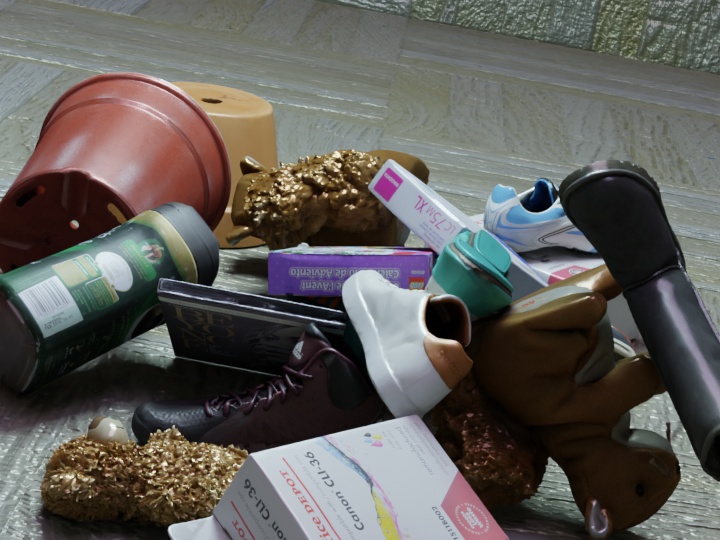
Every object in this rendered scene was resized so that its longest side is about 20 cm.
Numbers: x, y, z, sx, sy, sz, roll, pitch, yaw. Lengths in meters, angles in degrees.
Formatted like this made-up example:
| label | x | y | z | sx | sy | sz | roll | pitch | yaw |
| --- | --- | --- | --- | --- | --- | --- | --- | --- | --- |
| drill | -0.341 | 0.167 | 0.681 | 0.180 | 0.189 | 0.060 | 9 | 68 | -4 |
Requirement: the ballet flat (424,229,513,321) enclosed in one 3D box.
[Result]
| label | x | y | z | sx | sy | sz | roll | pitch | yaw |
| --- | --- | --- | --- | --- | --- | --- | --- | --- | --- |
| ballet flat | 0.083 | 0.013 | 1.280 | 0.067 | 0.070 | 0.200 | 41 | 9 | 1 |

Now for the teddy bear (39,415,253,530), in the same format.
| label | x | y | z | sx | sy | sz | roll | pitch | yaw |
| --- | --- | --- | --- | --- | --- | --- | --- | --- | --- |
| teddy bear | -0.122 | 0.145 | 1.143 | 0.199 | 0.067 | 0.145 | 13 | 16 | 8 |

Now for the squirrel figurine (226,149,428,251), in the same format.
| label | x | y | z | sx | sy | sz | roll | pitch | yaw |
| --- | --- | --- | --- | --- | --- | --- | --- | --- | --- |
| squirrel figurine | -0.049 | -0.070 | 1.629 | 0.186 | 0.142 | 0.200 | 9 | -9 | 17 |

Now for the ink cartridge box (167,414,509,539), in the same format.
| label | x | y | z | sx | sy | sz | roll | pitch | yaw |
| --- | --- | --- | --- | --- | --- | --- | --- | --- | --- |
| ink cartridge box | -0.013 | 0.172 | 1.058 | 0.199 | 0.068 | 0.117 | -9 | 52 | -44 |

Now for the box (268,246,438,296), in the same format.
| label | x | y | z | sx | sy | sz | roll | pitch | yaw |
| --- | --- | --- | --- | --- | --- | --- | --- | --- | --- |
| box | 0.000 | 0.000 | 1.433 | 0.136 | 0.039 | 0.200 | 0 | 2 | 6 |

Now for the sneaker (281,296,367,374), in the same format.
| label | x | y | z | sx | sy | sz | roll | pitch | yaw |
| --- | --- | --- | --- | --- | --- | --- | --- | --- | --- |
| sneaker | -0.029 | 0.055 | 1.445 | 0.079 | 0.072 | 0.200 | -4 | 5 | -14 |

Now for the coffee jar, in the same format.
| label | x | y | z | sx | sy | sz | roll | pitch | yaw |
| --- | --- | --- | --- | --- | --- | --- | --- | --- | --- |
| coffee jar | -0.212 | 0.018 | 1.330 | 0.200 | 0.104 | 0.085 | -27 | 74 | -37 |

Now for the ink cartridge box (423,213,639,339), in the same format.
| label | x | y | z | sx | sy | sz | roll | pitch | yaw |
| --- | --- | --- | --- | --- | --- | --- | --- | --- | --- |
| ink cartridge box | 0.177 | 0.012 | 1.670 | 0.199 | 0.083 | 0.146 | 23 | 22 | 32 |

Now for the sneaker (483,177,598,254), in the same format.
| label | x | y | z | sx | sy | sz | roll | pitch | yaw |
| --- | --- | --- | --- | --- | --- | --- | --- | --- | --- |
| sneaker | 0.208 | -0.057 | 1.644 | 0.199 | 0.073 | 0.072 | -3 | 22 | -39 |

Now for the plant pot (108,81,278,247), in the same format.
| label | x | y | z | sx | sy | sz | roll | pitch | yaw |
| --- | --- | --- | --- | --- | --- | --- | --- | --- | --- |
| plant pot | -0.175 | -0.124 | 1.793 | 0.199 | 0.141 | 0.200 | 8 | 19 | -3 |

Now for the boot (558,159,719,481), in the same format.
| label | x | y | z | sx | sy | sz | roll | pitch | yaw |
| --- | --- | --- | --- | --- | --- | --- | --- | --- | --- |
| boot | 0.217 | 0.037 | 1.149 | 0.182 | 0.072 | 0.201 | 38 | 33 | -44 |

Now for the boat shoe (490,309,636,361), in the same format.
| label | x | y | z | sx | sy | sz | roll | pitch | yaw |
| --- | --- | --- | --- | --- | --- | --- | --- | --- | --- |
| boat shoe | 0.167 | 0.071 | 1.521 | 0.199 | 0.072 | 0.063 | 9 | 21 | -18 |

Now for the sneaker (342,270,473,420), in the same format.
| label | x | y | z | sx | sy | sz | roll | pitch | yaw |
| --- | --- | --- | --- | --- | --- | --- | --- | --- | --- |
| sneaker | 0.043 | 0.044 | 1.222 | 0.085 | 0.073 | 0.200 | -35 | 26 | 6 |

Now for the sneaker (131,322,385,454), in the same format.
| label | x | y | z | sx | sy | sz | roll | pitch | yaw |
| --- | --- | --- | --- | --- | --- | --- | --- | --- | --- |
| sneaker | -0.072 | 0.090 | 1.249 | 0.199 | 0.116 | 0.076 | 7 | 22 | -10 |

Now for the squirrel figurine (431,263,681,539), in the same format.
| label | x | y | z | sx | sy | sz | roll | pitch | yaw |
| --- | --- | --- | --- | --- | --- | --- | --- | --- | --- |
| squirrel figurine | 0.148 | 0.117 | 1.246 | 0.199 | 0.187 | 0.142 | -21 | 5 | 12 |

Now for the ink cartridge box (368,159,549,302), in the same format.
| label | x | y | z | sx | sy | sz | roll | pitch | yaw |
| --- | --- | --- | --- | --- | --- | --- | --- | --- | --- |
| ink cartridge box | 0.102 | -0.020 | 1.473 | 0.200 | 0.042 | 0.119 | 29 | 12 | -48 |

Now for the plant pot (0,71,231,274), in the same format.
| label | x | y | z | sx | sy | sz | roll | pitch | yaw |
| --- | --- | --- | --- | --- | --- | --- | --- | --- | --- |
| plant pot | -0.241 | -0.060 | 1.515 | 0.200 | 0.202 | 0.195 | 12 | 26 | 6 |

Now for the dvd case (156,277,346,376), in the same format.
| label | x | y | z | sx | sy | sz | roll | pitch | yaw |
| --- | --- | --- | --- | --- | --- | --- | --- | --- | --- |
| dvd case | -0.087 | 0.055 | 1.335 | 0.148 | 0.016 | 0.200 | 11 | -18 | 1 |
